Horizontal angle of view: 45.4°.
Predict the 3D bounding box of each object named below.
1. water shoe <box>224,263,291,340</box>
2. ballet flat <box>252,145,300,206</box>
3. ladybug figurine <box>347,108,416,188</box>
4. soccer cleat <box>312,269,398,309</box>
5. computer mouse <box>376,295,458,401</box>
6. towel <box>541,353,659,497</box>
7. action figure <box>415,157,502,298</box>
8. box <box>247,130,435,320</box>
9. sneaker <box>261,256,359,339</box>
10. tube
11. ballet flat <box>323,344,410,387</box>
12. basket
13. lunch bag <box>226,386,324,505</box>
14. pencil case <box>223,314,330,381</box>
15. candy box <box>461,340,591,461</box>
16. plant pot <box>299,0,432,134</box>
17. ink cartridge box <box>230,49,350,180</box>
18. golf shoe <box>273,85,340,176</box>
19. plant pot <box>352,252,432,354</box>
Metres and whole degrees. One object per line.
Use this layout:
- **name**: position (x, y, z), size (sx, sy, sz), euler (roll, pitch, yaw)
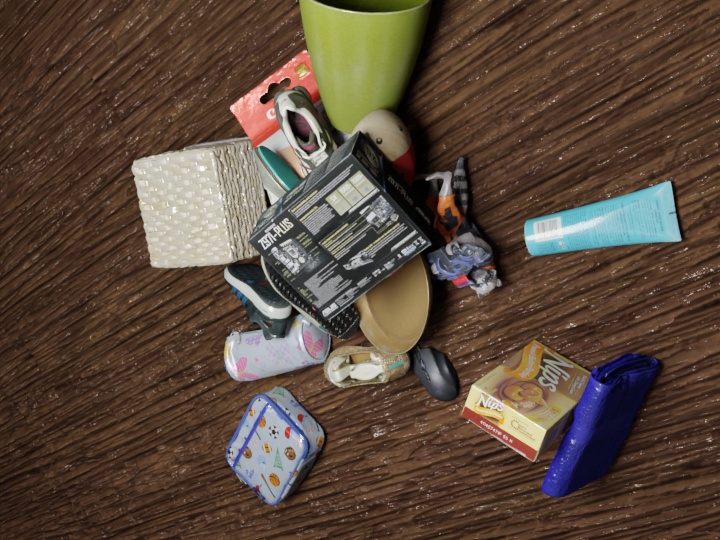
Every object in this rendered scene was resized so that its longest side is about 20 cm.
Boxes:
- **water shoe**: position (-0.182, 0.052, 1.455), size (0.200, 0.071, 0.080), euler (39, 126, 53)
- **ballet flat**: position (-0.098, -0.100, 1.294), size (0.200, 0.067, 0.064), euler (42, 113, -3)
- **ladybug figurine**: position (0.030, -0.135, 1.237), size (0.072, 0.135, 0.201), euler (36, 149, 29)
- **soccer cleat**: position (0.000, 0.000, 1.278), size (0.200, 0.076, 0.067), euler (-37, 89, 41)
- **computer mouse**: position (0.085, 0.124, 1.368), size (0.201, 0.034, 0.059), euler (52, 125, 9)
- **towel**: position (0.322, 0.209, 1.178), size (0.049, 0.146, 0.202), euler (38, 124, 38)
- **action figure**: position (0.151, -0.054, 1.223), size (0.195, 0.104, 0.200), euler (65, 162, -8)
- **box**: position (-0.024, -0.058, 1.171), size (0.199, 0.086, 0.164), euler (-37, 108, 25)
- **sneaker**: position (-0.093, 0.036, 1.390), size (0.200, 0.071, 0.093), euler (43, 163, -15)
- **tube**: position (0.321, -0.061, 1.154), size (0.198, 0.050, 0.078), euler (-10, 103, 30)
- **ballet flat**: position (-0.007, 0.158, 1.402), size (0.199, 0.065, 0.071), euler (-19, 91, 44)
- **basket**: position (-0.245, -0.111, 1.433), size (0.198, 0.160, 0.201), euler (-2, 103, 31)
- **lunch bag**: position (-0.162, 0.319, 1.565), size (0.160, 0.075, 0.201), euler (42, 121, 18)
- **pencil case**: position (-0.146, 0.133, 1.490), size (0.198, 0.083, 0.092), euler (-16, 92, 35)
- **candy box**: position (0.238, 0.172, 1.178), size (0.115, 0.199, 0.056), euler (31, 119, 26)
- **plant pot**: position (0.002, -0.303, 1.218), size (0.186, 0.187, 0.202), euler (25, 132, 24)
- **ink cartridge box**: position (-0.097, -0.218, 1.339), size (0.161, 0.050, 0.201), euler (-33, 89, 13)
- **golf shoe**: position (-0.065, -0.169, 1.255), size (0.077, 0.088, 0.201), euler (-31, 111, 12)
- **plant pot**: position (0.049, 0.027, 1.326), size (0.199, 0.027, 0.203), euler (12, 105, 53)
